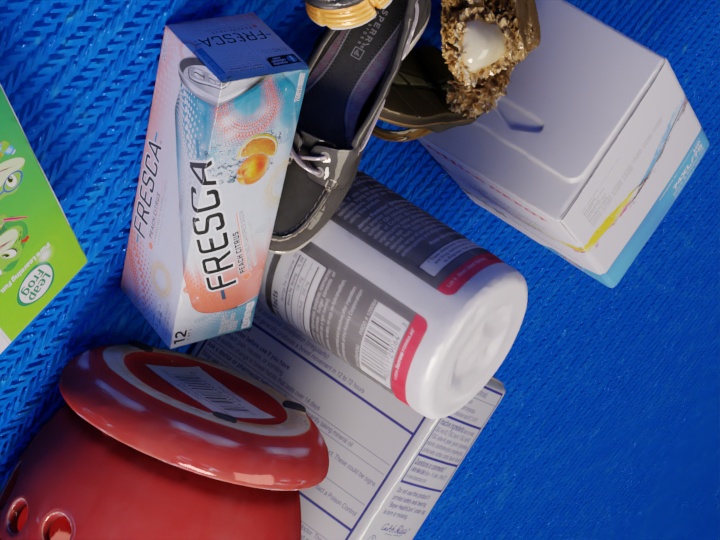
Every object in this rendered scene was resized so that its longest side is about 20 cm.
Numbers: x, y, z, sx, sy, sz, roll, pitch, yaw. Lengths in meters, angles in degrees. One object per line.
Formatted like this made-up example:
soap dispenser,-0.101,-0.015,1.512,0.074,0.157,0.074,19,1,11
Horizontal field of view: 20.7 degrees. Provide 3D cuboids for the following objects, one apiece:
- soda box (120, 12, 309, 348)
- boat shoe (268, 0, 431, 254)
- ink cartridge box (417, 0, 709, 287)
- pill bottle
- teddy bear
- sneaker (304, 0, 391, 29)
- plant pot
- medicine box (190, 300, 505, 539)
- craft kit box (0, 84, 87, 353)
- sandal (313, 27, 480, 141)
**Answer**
soda box,-0.091,-0.052,1.192,0.064,0.068,0.200,-15,135,-34
boat shoe,-0.018,-0.107,1.224,0.200,0.067,0.057,-62,170,-7
ink cartridge box,0.157,-0.103,1.519,0.146,0.147,0.200,-56,157,-1
pill bottle,0.000,0.000,1.280,0.111,0.200,0.111,-42,153,-28
teddy bear,0.077,-0.175,1.336,0.200,0.067,0.145,-66,147,-67
sneaker,0.023,-0.241,1.189,0.200,0.078,0.077,-57,139,-14
plant pot,-0.130,0.154,1.240,0.200,0.200,0.183,-2,114,-62
medicine box,-0.033,0.111,1.380,0.200,0.182,0.103,-57,157,2
craft kit box,-0.244,0.006,1.020,0.200,0.048,0.198,-49,158,-18
sandal,0.022,-0.122,1.351,0.055,0.082,0.200,-37,168,21
